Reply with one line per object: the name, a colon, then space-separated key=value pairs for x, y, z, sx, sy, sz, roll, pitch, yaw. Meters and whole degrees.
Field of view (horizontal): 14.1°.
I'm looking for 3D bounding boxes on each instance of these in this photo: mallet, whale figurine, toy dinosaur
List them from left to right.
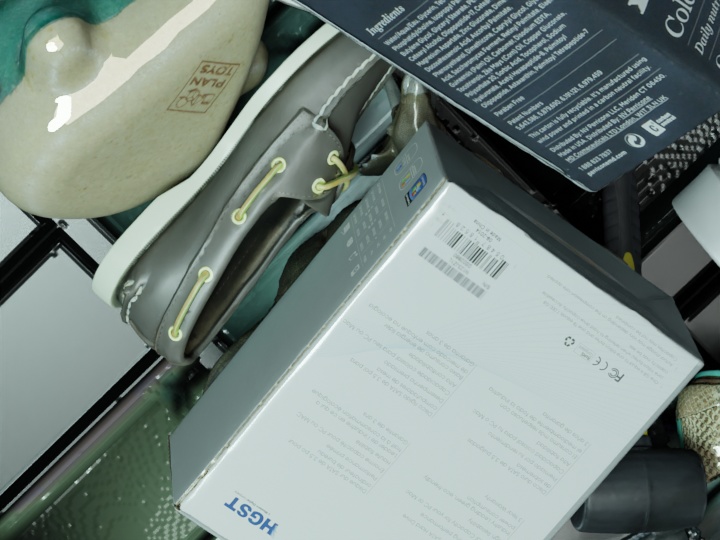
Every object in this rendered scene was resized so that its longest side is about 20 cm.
whale figurine: x=-0.103 y=-0.115 z=1.340 sx=0.200 sy=0.159 sz=0.104 roll=-48 pitch=64 yaw=28
toy dinosaur: x=0.000 y=0.000 z=1.405 sx=0.077 sy=0.102 sz=0.200 roll=30 pitch=110 yaw=-18
mallet: x=0.139 y=0.029 z=1.411 sx=0.065 sy=0.041 sz=0.201 roll=7 pitch=80 yaw=-11

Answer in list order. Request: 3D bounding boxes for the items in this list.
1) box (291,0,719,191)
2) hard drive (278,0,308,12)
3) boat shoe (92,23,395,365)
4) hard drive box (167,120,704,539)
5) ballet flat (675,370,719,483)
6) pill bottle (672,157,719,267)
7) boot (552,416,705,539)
box: x=0.082 y=-0.178 z=1.279 sx=0.196 sy=0.124 sz=0.201 roll=30 pitch=60 yaw=-15
hard drive: x=-0.073 y=-0.212 z=1.367 sx=0.199 sy=0.038 sz=0.140 roll=20 pitch=103 yaw=-6
boat shoe: x=-0.038 y=-0.044 z=1.368 sx=0.061 sy=0.072 sz=0.201 roll=45 pitch=98 yaw=14
hard drive box: x=0.031 y=0.060 z=1.336 sx=0.156 sy=0.077 sz=0.200 roll=35 pitch=105 yaw=-19
ballet flat: x=0.253 y=0.093 z=1.439 sx=0.199 sy=0.068 sz=0.076 roll=3 pitch=75 yaw=-7
pill bottle: x=0.252 y=-0.063 z=1.379 sx=0.200 sy=0.113 sz=0.113 roll=-41 pitch=103 yaw=9
boot: x=0.078 y=0.111 z=1.444 sx=0.162 sy=0.073 sz=0.199 roll=-20 pitch=106 yaw=2
